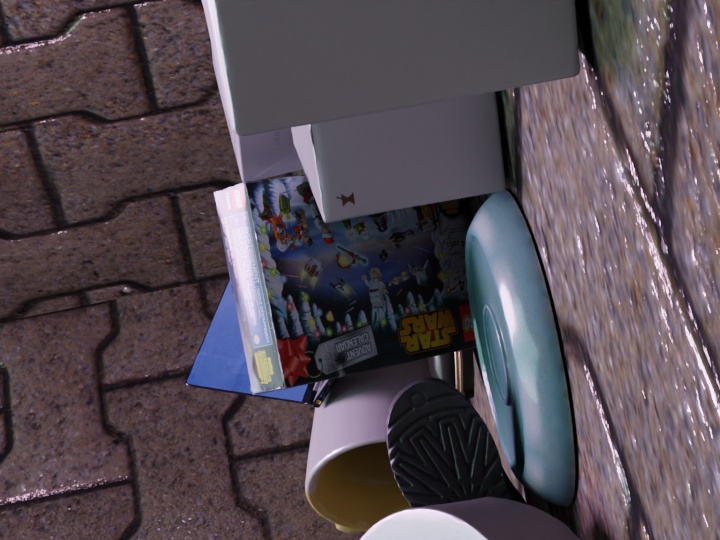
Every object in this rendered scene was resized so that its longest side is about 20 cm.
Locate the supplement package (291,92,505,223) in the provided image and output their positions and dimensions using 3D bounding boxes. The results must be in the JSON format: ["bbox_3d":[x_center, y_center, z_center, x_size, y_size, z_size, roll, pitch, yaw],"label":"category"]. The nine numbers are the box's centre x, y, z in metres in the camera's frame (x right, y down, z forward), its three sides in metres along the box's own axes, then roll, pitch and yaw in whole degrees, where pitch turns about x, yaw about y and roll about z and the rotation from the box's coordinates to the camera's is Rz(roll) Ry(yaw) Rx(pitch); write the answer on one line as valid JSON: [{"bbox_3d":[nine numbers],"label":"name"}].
[{"bbox_3d":[0.013,-0.120,1.176,0.200,0.117,0.118,-112,13,-71],"label":"supplement package"}]

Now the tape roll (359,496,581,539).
[{"bbox_3d":[0.066,0.232,1.049,0.200,0.066,0.202,3,93,50],"label":"tape roll"}]

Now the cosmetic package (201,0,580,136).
[{"bbox_3d":[-0.003,-0.188,0.873,0.200,0.166,0.167,-108,8,-63],"label":"cosmetic package"}]

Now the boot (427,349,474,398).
[{"bbox_3d":[0.010,0.015,1.439,0.078,0.138,0.201,89,169,-68],"label":"boot"}]

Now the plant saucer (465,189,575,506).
[{"bbox_3d":[0.095,0.050,1.144,0.200,0.027,0.201,168,90,-86],"label":"plant saucer"}]

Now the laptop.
[{"bbox_3d":[-0.050,0.007,1.578,0.200,0.115,0.188,122,170,-62],"label":"laptop"}]

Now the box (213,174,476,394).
[{"bbox_3d":[0.000,0.000,1.255,0.040,0.199,0.138,-13,88,49],"label":"box"}]

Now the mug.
[{"bbox_3d":[0.010,0.133,1.613,0.149,0.186,0.154,35,-142,-38],"label":"mug"}]

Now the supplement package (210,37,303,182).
[{"bbox_3d":[-0.032,-0.165,1.412,0.200,0.155,0.111,96,160,-75],"label":"supplement package"}]

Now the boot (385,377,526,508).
[{"bbox_3d":[0.066,0.129,1.218,0.165,0.065,0.200,63,-176,-8],"label":"boot"}]
